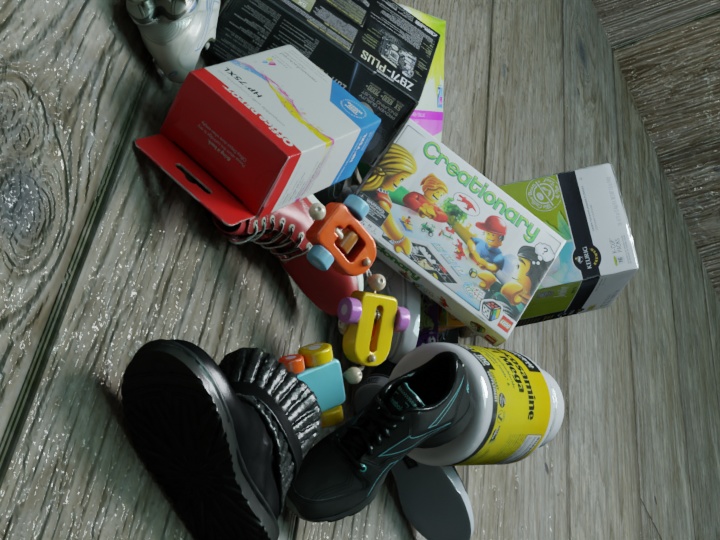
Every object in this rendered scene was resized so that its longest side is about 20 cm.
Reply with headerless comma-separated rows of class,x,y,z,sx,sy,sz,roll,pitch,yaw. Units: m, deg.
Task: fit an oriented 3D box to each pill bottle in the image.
pill bottle,0.117,0.130,1.465,0.199,0.111,0.114,9,64,-57

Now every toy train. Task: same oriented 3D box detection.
toy train,-0.039,0.041,1.323,0.150,0.055,0.201,42,71,-31

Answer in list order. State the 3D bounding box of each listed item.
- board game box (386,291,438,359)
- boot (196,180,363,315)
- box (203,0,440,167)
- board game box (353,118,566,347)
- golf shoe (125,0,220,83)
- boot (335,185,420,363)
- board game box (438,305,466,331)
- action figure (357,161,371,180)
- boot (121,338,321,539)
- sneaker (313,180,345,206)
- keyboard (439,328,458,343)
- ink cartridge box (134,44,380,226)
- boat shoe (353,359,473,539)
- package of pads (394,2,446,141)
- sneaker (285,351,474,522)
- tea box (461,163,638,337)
board game box,0.053,0.003,1.550,0.120,0.032,0.203,162,-70,-71
boot,-0.073,-0.025,1.349,0.201,0.072,0.145,58,24,-15
box,-0.034,-0.218,1.452,0.199,0.086,0.164,33,31,-10
board game box,0.088,-0.037,1.474,0.199,0.035,0.127,37,67,-6
golf shoe,-0.154,-0.244,1.337,0.201,0.077,0.098,-74,159,-47
boot,0.000,0.000,1.498,0.094,0.074,0.202,9,49,-20
board game box,0.070,0.017,1.590,0.200,0.030,0.097,151,-61,-77
action figure,0.066,-0.039,1.705,0.055,0.117,0.201,-53,137,-34
boot,-0.101,0.101,1.147,0.159,0.078,0.213,-69,148,-50
sneaker,-0.031,-0.135,1.530,0.087,0.079,0.202,52,29,-43
keyboard,0.078,0.098,1.711,0.200,0.039,0.105,-63,155,-64
ink cartridge box,-0.083,-0.116,1.276,0.116,0.068,0.200,40,31,13
boat shoe,0.060,0.183,1.519,0.201,0.073,0.068,57,33,-11
package of pads,0.045,-0.227,1.762,0.200,0.067,0.157,-15,107,-71
sneaker,0.013,0.136,1.302,0.075,0.199,0.080,41,-28,29
tea box,0.206,-0.020,1.804,0.200,0.194,0.135,93,-16,-76
